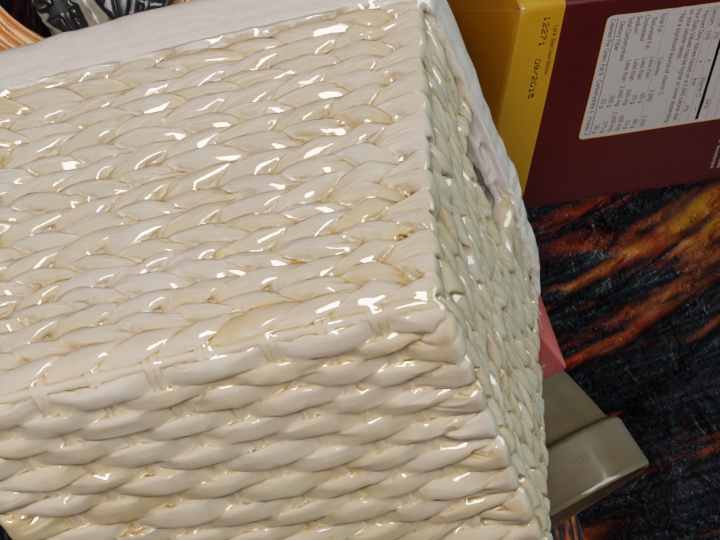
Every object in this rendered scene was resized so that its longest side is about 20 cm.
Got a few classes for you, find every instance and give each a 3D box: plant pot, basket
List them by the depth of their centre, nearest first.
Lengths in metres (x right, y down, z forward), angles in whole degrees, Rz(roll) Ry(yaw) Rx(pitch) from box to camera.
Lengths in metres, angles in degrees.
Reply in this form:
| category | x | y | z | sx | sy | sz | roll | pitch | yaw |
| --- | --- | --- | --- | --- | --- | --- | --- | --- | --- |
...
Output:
| category | x | y | z | sx | sy | sz | roll | pitch | yaw |
| --- | --- | --- | --- | --- | --- | --- | --- | --- | --- |
| basket | -0.037 | 0.020 | 0.842 | 0.199 | 0.199 | 0.162 | 65 | 15 | -51 |
| plant pot | 0.061 | 0.103 | 1.491 | 0.174 | 0.199 | 0.200 | 60 | 6 | 9 |

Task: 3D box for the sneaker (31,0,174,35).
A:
| category | x | y | z | sx | sy | sz | roll | pitch | yaw |
| --- | --- | --- | --- | --- | --- | --- | --- | --- | --- |
| sneaker | -0.113 | -0.117 | 1.058 | 0.086 | 0.077 | 0.202 | -100 | -177 | -85 |

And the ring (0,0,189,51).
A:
| category | x | y | z | sx | sy | sz | roll | pitch | yaw |
| --- | --- | --- | --- | --- | --- | --- | --- | --- | --- |
| ring | -0.114 | -0.152 | 0.895 | 0.200 | 0.019 | 0.202 | 1 | 88 | -44 |

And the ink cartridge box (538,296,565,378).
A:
| category | x | y | z | sx | sy | sz | roll | pitch | yaw |
| --- | --- | --- | --- | --- | --- | --- | --- | --- | --- |
| ink cartridge box | 0.000 | 0.000 | 1.029 | 0.200 | 0.116 | 0.068 | 49 | 20 | -52 |

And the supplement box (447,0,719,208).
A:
| category | x | y | z | sx | sy | sz | roll | pitch | yaw |
| --- | --- | --- | --- | --- | --- | --- | --- | --- | --- |
| supplement box | 0.129 | -0.155 | 1.055 | 0.133 | 0.199 | 0.198 | 99 | -22 | -51 |
